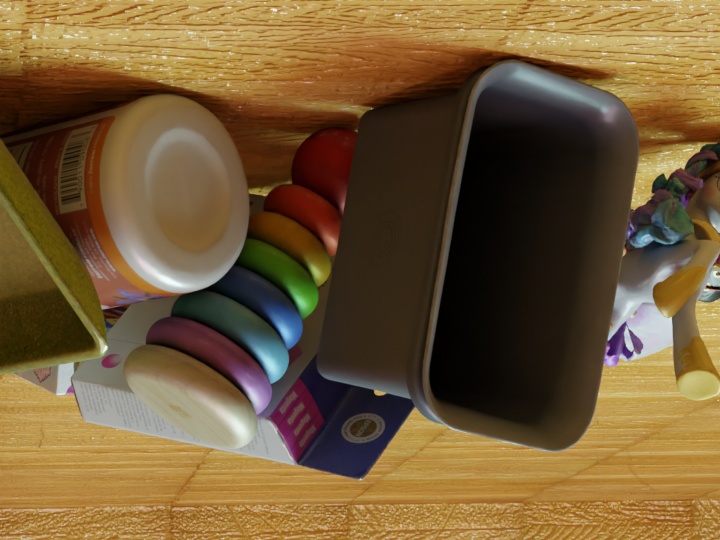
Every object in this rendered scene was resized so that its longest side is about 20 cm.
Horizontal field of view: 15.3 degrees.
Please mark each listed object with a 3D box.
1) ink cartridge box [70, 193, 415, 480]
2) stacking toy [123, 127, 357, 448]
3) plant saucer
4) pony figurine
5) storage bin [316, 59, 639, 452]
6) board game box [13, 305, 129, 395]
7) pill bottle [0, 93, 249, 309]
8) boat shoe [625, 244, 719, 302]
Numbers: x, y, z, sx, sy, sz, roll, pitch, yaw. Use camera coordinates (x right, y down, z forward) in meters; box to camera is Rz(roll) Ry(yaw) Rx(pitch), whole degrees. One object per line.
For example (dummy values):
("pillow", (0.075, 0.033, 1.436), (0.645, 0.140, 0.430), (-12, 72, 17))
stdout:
("ink cartridge box", (-0.044, 0.034, 1.639), (0.199, 0.197, 0.043), (9, 131, 28))
("stacking toy", (-0.053, -0.001, 1.550), (0.085, 0.201, 0.085), (27, 159, 11))
("plant saucer", (-0.245, -0.032, 1.469), (0.199, 0.201, 0.048), (-11, -149, 40))
("pony figurine", (0.160, 0.007, 1.617), (0.192, 0.200, 0.167), (-17, 119, 36))
("storage bin", (0.063, -0.007, 1.505), (0.145, 0.201, 0.134), (15, 173, -36))
("board game box", (-0.172, 0.039, 1.865), (0.199, 0.041, 0.199), (-3, -167, -37))
("pill bottle", (-0.169, -0.030, 1.542), (0.199, 0.113, 0.112), (-10, 166, 41))
("boat shoe", (0.247, -0.009, 1.858), (0.073, 0.064, 0.201), (8, 164, -33))
